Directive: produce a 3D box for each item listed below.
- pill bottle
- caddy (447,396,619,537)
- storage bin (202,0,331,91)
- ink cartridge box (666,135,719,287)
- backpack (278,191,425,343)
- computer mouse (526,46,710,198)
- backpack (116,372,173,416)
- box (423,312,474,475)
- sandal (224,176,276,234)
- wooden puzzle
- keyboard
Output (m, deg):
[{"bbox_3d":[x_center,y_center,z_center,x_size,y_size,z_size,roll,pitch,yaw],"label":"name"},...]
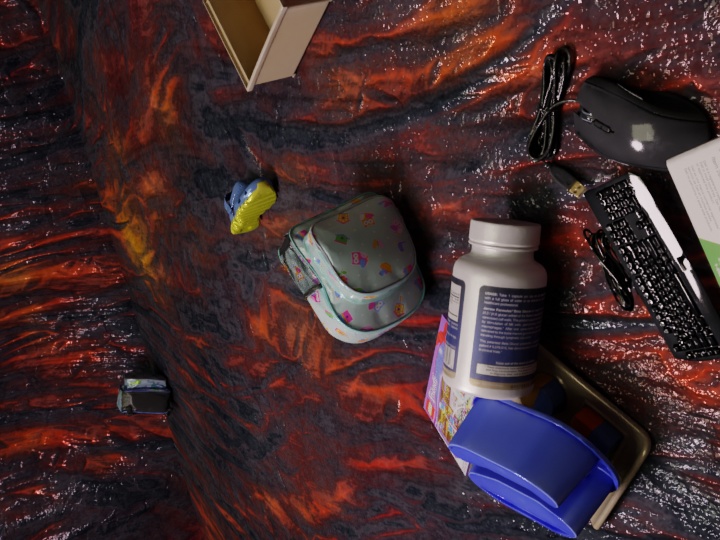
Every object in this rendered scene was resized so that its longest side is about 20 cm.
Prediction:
[{"bbox_3d":[0.161,0.041,0.869,0.111,0.111,0.201,19,107,54],"label":"pill bottle"},{"bbox_3d":[0.203,0.217,0.862,0.200,0.105,0.142,16,147,49],"label":"caddy"},{"bbox_3d":[-0.152,-0.425,1.133,0.199,0.093,0.200,62,150,11],"label":"storage bin"},{"bbox_3d":[0.354,-0.059,0.539,0.200,0.084,0.147,-25,87,60],"label":"ink cartridge box"},{"bbox_3d":[0.000,0.000,1.072,0.201,0.175,0.153,63,154,1],"label":"backpack"},{"bbox_3d":[0.237,-0.124,0.729,0.200,0.046,0.141,42,139,39],"label":"computer mouse"},{"bbox_3d":[-0.786,0.446,2.657,0.200,0.182,0.148,-7,80,63],"label":"backpack"},{"bbox_3d":[0.149,0.175,1.046,0.137,0.039,0.201,-123,29,-44],"label":"box"},{"bbox_3d":[-0.229,-0.142,1.460,0.200,0.079,0.087,-36,74,58],"label":"sandal"},{"bbox_3d":[0.248,0.208,0.921,0.200,0.046,0.186,46,144,35],"label":"wooden puzzle"},{"bbox_3d":[0.278,0.007,0.726,0.200,0.040,0.104,61,157,1],"label":"keyboard"}]
